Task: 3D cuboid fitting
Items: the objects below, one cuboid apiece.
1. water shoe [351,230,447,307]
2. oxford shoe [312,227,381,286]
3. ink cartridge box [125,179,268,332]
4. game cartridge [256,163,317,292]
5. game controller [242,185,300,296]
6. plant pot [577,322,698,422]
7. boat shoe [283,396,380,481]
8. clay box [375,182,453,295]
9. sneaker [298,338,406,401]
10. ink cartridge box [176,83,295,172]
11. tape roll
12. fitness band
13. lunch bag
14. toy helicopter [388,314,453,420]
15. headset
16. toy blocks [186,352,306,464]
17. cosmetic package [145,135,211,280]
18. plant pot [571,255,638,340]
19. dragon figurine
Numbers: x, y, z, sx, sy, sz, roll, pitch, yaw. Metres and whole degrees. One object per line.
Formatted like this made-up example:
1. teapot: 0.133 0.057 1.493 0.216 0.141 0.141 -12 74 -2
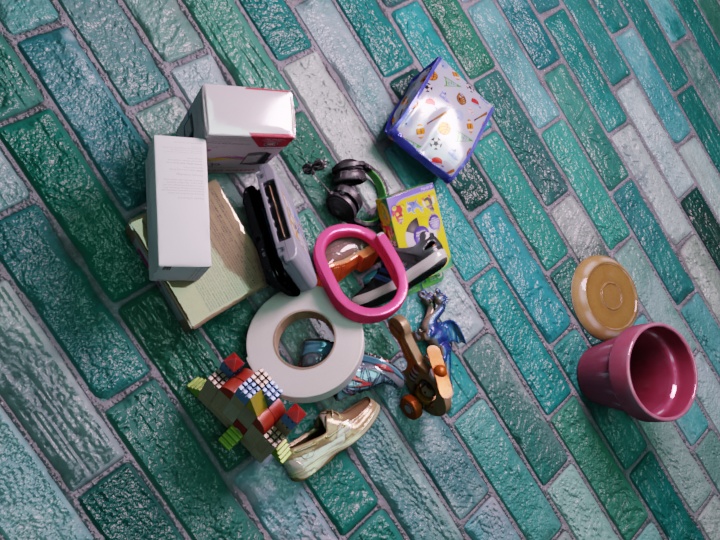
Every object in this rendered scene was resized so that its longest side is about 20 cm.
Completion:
1. water shoe: 0.064 0.000 1.214 0.200 0.071 0.079 -29 73 11
2. oxford shoe: -0.049 -0.023 1.209 0.200 0.071 0.073 -21 65 -28
3. ink cartridge box: -0.265 -0.024 1.089 0.165 0.075 0.200 -31 94 -26
4. game cartridge: -0.124 -0.070 1.116 0.041 0.133 0.200 -23 61 6
5. game controller: -0.150 -0.049 1.115 0.104 0.042 0.200 34 32 -59
6. plant pot: 0.568 0.217 1.383 0.199 0.179 0.201 5 78 -24
7. boat shoe: -0.052 0.276 1.130 0.200 0.074 0.066 -36 101 -27
8. clay box: 0.109 -0.058 1.272 0.115 0.048 0.201 -22 102 -27
9. sneaker: -0.018 0.190 1.172 0.199 0.079 0.096 19 77 -11
10. ink cartridge box: -0.210 -0.228 1.087 0.147 0.200 0.086 -5 82 -26
11. tape roll: -0.093 0.122 1.110 0.202 0.037 0.203 -1 64 2
12. fitness band: 0.000 0.000 1.138 0.143 0.037 0.200 -16 61 -22
13. lunch bag: 0.150 -0.292 1.321 0.170 0.124 0.200 35 59 -16
14. toy helicopter: 0.108 0.173 1.196 0.079 0.132 0.200 -25 89 -30
15. headset: -0.019 -0.157 1.225 0.200 0.094 0.124 20 70 -33
16. toy blocks: -0.171 0.208 1.026 0.200 0.137 0.100 44 47 7
17. cosmetic package: -0.278 -0.090 0.994 0.081 0.113 0.201 -2 81 -25
18. plant pot: 0.568 0.060 1.502 0.200 0.027 0.201 6 76 -24
19. dragon figurine: 0.162 0.131 1.272 0.099 0.059 0.200 -33 93 -27
